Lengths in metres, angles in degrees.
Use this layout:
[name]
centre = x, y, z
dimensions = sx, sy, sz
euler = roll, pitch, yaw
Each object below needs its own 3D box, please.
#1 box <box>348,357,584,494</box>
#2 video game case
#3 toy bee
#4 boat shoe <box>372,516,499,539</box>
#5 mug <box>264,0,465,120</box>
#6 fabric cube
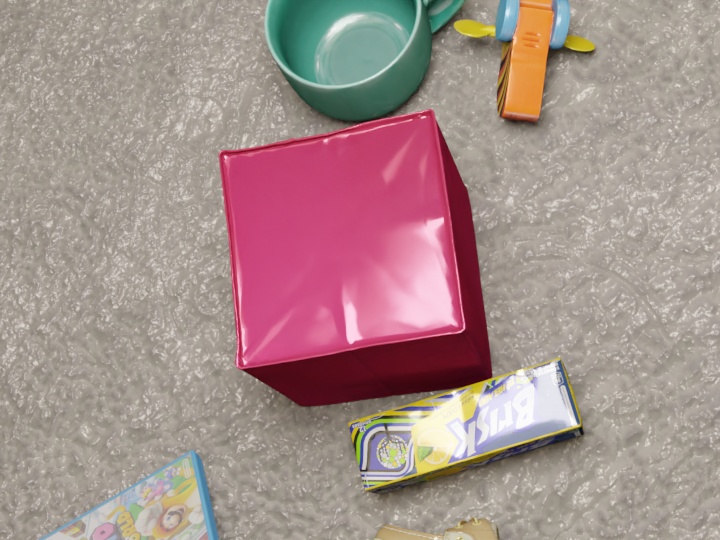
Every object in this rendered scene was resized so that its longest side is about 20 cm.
[box]
centre = 0.095, 0.141, 1.115
dimensions = 0.198, 0.070, 0.065
euler = -19, 73, 8
[video game case]
centre = -0.223, 0.263, 1.144
dimensions = 0.199, 0.018, 0.143
euler = -31, 37, 4
[toy bee]
centre = 0.168, -0.245, 1.203
dimensions = 0.130, 0.109, 0.201
euler = 28, 98, -8
[boat shoe]
centre = 0.107, 0.252, 1.087
dimensions = 0.198, 0.074, 0.067
euler = 14, 66, 15
[mug]
centre = 0.009, -0.222, 1.214
dimensions = 0.183, 0.114, 0.154
euler = 8, 76, 15
[fabric cube]
centre = 0.000, 0.000, 1.109
dimensions = 0.198, 0.199, 0.198
euler = -9, 74, 11
